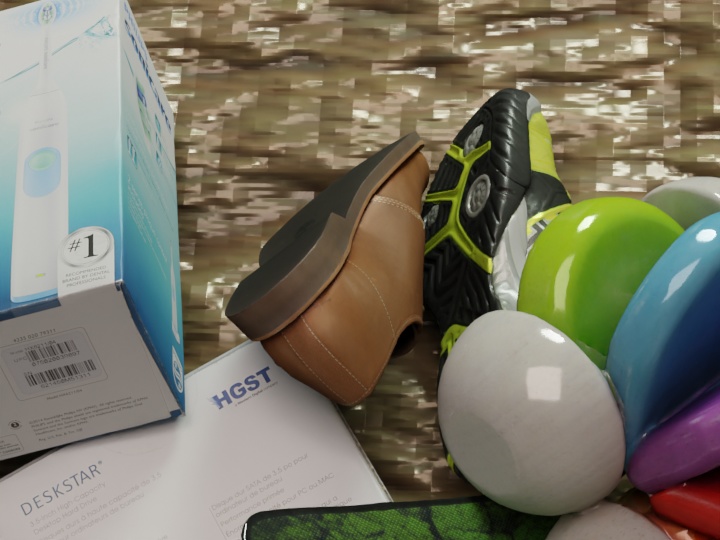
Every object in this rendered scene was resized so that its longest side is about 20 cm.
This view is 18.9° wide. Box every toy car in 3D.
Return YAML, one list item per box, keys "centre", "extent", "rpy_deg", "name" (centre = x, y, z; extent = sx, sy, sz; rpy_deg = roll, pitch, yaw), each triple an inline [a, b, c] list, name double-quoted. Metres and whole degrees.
- centre: [0.142, 0.060, 0.829]
  extent: [0.174, 0.150, 0.201]
  rpy_deg: [-32, 99, -33]
  name: "toy car"

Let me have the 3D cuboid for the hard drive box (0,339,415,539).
- centre: [-0.046, 0.148, 0.889]
  extent: [0.155, 0.077, 0.201]
  rpy_deg: [-28, 66, -7]
  name: "hard drive box"

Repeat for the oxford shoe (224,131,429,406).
- centre: [0.000, 0.000, 0.924]
  extent: [0.071, 0.200, 0.071]
  rpy_deg: [-36, 101, 27]
  name: "oxford shoe"

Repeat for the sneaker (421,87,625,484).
- centre: [0.074, 0.011, 0.952]
  extent: [0.076, 0.075, 0.202]
  rpy_deg: [16, 55, -25]
  name: "sneaker"

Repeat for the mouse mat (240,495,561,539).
- centre: [0.058, 0.155, 0.836]
  extent: [0.199, 0.008, 0.162]
  rpy_deg: [0, 52, -40]
  name: "mouse mat"

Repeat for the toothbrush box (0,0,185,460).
- centre: [-0.157, -0.019, 0.932]
  extent: [0.145, 0.086, 0.201]
  rpy_deg: [-13, 43, 7]
  name: "toothbrush box"
